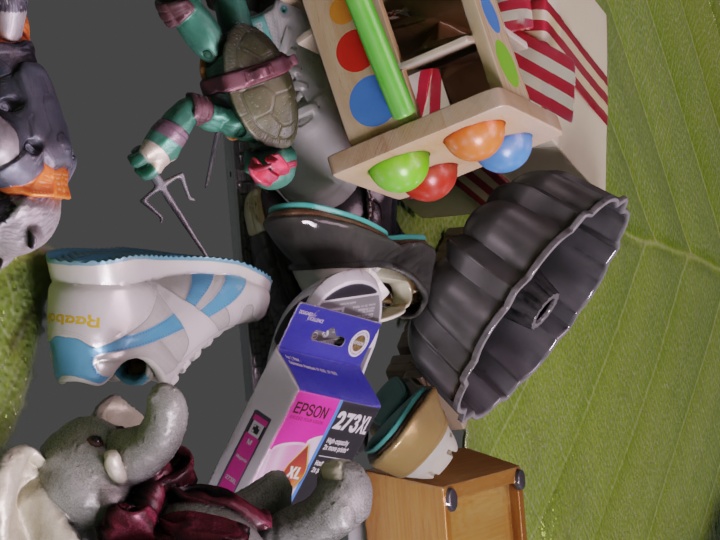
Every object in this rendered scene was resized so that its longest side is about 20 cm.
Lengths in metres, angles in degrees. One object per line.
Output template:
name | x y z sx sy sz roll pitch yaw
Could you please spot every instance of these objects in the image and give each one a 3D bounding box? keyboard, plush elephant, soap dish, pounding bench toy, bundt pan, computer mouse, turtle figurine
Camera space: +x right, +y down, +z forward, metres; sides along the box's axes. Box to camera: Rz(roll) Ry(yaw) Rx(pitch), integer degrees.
keyboard | -0.071 -0.008 1.610 0.056 0.011 0.200 -5 90 -65
plush elephant | -0.116 0.134 1.336 0.155 0.200 0.165 55 29 -7
soap dish | 0.064 0.218 1.774 0.200 0.081 0.158 -2 87 -66
pounding bench toy | 0.026 -0.134 1.502 0.200 0.124 0.156 14 57 -67
bundt pan | 0.106 0.008 1.721 0.202 0.076 0.202 -46 162 -20
computer mouse | -0.035 0.084 1.539 0.110 0.044 0.200 -5 118 -42
turtle figurine | -0.087 -0.119 1.500 0.150 0.101 0.200 -34 108 -67

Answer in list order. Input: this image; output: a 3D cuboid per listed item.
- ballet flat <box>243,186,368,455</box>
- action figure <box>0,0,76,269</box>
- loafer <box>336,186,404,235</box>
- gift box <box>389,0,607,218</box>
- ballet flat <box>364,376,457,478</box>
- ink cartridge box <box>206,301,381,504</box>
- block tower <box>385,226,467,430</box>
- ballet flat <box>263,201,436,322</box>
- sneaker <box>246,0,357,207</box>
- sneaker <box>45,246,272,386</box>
ballet flat | -0.047 0.041 1.600 0.066 0.057 0.200 -37 114 -62
action figure | -0.206 -0.096 1.232 0.200 0.104 0.194 -17 91 -67
loafer | -0.012 -0.044 1.675 0.072 0.073 0.200 -53 131 -49
gift box | 0.092 -0.135 1.781 0.187 0.184 0.200 39 45 -60
ballet flat | 0.043 0.115 1.682 0.063 0.069 0.200 41 6 -4
ink cartridge box | -0.047 0.120 1.485 0.095 0.037 0.200 16 100 -55
block tower | 0.076 0.040 1.864 0.200 0.054 0.058 -64 142 -49
ballet flat | 0.000 0.000 1.577 0.200 0.068 0.069 13 74 -61
sneaker | -0.052 -0.138 1.589 0.088 0.075 0.200 42 34 -64
sneaker | -0.123 0.028 1.428 0.200 0.076 0.081 0 94 -59
